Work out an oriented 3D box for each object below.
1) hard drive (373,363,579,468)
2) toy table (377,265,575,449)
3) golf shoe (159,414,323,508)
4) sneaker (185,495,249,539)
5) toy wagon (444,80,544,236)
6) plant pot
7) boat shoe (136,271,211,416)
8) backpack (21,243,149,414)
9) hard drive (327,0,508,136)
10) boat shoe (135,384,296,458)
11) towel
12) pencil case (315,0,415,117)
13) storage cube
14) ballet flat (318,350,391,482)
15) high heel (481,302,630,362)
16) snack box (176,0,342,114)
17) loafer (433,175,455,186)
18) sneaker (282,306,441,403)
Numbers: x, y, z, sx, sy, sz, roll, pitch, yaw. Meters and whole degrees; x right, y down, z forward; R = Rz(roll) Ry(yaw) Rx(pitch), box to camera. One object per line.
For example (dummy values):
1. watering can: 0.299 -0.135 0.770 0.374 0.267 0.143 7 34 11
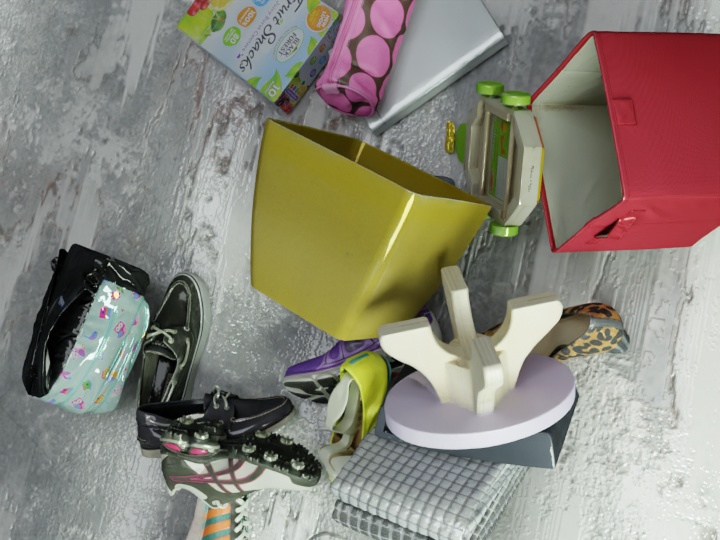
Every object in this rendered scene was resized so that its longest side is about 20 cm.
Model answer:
1. hard drive: 0.124 0.142 1.148 0.197 0.135 0.043 7 124 22
2. toy table: 0.116 0.089 1.082 0.197 0.119 0.184 -17 33 -13
3. golf shoe: -0.137 0.229 1.235 0.197 0.077 0.090 10 103 17
4. sneaker: -0.159 0.310 1.289 0.079 0.071 0.203 17 87 15
5. toy wagon: 0.150 -0.135 1.230 0.039 0.200 0.158 -3 110 -17
6. plant pot: -0.008 -0.035 1.168 0.198 0.199 0.179 29 103 27
7. boat shoe: -0.240 0.098 1.366 0.069 0.064 0.204 3 79 21
8. backpack: -0.347 0.080 1.367 0.166 0.125 0.203 11 80 61
9. hard drive: 0.069 -0.280 1.351 0.198 0.027 0.133 -33 68 11
10. boat shoe: -0.177 0.174 1.299 0.196 0.073 0.064 -13 103 4
11. towel: 0.083 0.217 1.159 0.163 0.200 0.087 14 127 29
12. pencil case: 0.007 -0.294 1.314 0.089 0.094 0.203 14 84 23
13. storage cube: 0.296 -0.131 1.115 0.176 0.171 0.204 -2 74 -16
14. ballet flat: -0.015 0.186 1.219 0.066 0.066 0.203 27 115 42
15. high heel: 0.187 0.071 1.163 0.197 0.142 0.073 -8 75 19
16. snack box: -0.130 -0.322 1.423 0.199 0.053 0.143 39 95 24
17. loafer: 0.018 -0.077 1.305 0.196 0.072 0.064 -2 81 18
18. sneaker: 0.000 0.096 1.280 0.197 0.081 0.084 -22 58 6
